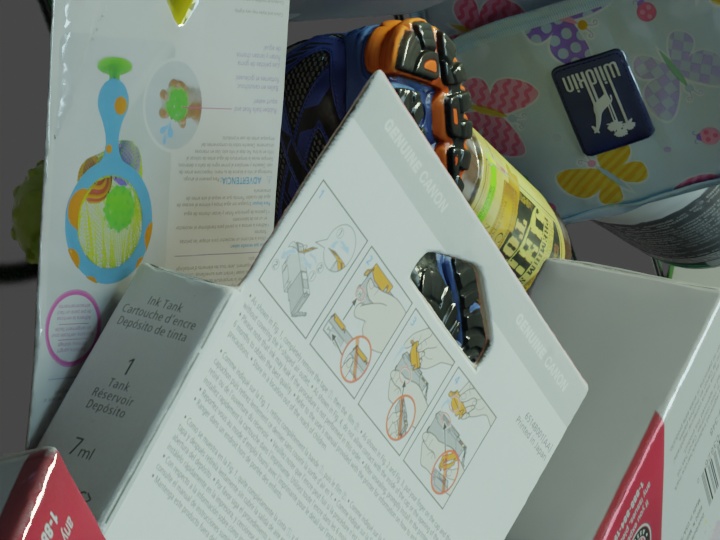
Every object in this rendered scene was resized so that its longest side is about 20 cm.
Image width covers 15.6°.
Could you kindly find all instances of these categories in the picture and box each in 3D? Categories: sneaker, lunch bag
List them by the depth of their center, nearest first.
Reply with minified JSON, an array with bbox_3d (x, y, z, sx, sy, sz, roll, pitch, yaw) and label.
[{"bbox_3d":[0.000,0.000,1.003,0.075,0.078,0.201,-28,120,-57],"label":"sneaker"},{"bbox_3d":[0.112,-0.127,1.227,0.127,0.169,0.201,10,68,-69],"label":"lunch bag"}]

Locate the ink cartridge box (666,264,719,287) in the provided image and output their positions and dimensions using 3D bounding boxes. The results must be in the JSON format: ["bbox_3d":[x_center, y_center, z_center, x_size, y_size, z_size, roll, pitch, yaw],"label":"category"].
[{"bbox_3d":[0.249,0.081,1.566,0.145,0.084,0.201,-68,140,-57],"label":"ink cartridge box"}]

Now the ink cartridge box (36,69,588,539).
[{"bbox_3d":[-0.012,0.058,0.864,0.177,0.045,0.200,-60,142,-20],"label":"ink cartridge box"}]

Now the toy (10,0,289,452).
[{"bbox_3d":[-0.074,-0.027,0.835,0.115,0.047,0.201,-2,101,-53],"label":"toy"}]

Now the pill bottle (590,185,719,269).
[{"bbox_3d":[0.154,-0.072,1.378,0.200,0.113,0.114,23,56,-65],"label":"pill bottle"}]

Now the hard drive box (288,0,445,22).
[{"bbox_3d":[-0.028,-0.198,0.975,0.155,0.077,0.201,-8,84,-46],"label":"hard drive box"}]

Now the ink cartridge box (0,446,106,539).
[{"bbox_3d":[-0.098,0.168,0.544,0.146,0.144,0.201,-74,145,-53],"label":"ink cartridge box"}]

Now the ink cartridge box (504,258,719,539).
[{"bbox_3d":[0.101,0.117,1.069,0.148,0.085,0.200,-60,148,-34],"label":"ink cartridge box"}]

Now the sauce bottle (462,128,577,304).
[{"bbox_3d":[0.055,-0.016,1.160,0.200,0.064,0.065,34,46,-58],"label":"sauce bottle"}]
